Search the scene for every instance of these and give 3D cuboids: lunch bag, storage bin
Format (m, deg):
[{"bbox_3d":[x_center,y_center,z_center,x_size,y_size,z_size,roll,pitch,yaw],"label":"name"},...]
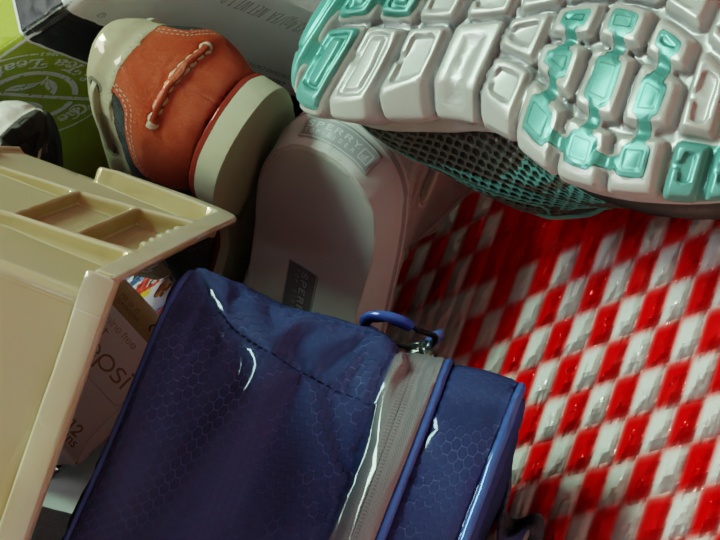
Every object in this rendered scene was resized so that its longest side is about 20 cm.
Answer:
[{"bbox_3d":[-0.020,0.102,0.841,0.136,0.132,0.200,96,-165,-73],"label":"lunch bag"},{"bbox_3d":[-0.127,0.069,0.855,0.199,0.094,0.200,-36,-34,-79],"label":"storage bin"}]

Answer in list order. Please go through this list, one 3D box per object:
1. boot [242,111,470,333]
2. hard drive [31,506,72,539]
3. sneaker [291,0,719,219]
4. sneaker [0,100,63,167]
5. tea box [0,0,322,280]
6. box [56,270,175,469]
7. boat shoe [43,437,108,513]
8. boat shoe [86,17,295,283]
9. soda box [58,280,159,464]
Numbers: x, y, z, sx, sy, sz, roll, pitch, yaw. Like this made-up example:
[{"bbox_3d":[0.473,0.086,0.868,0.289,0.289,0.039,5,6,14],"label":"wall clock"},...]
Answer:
[{"bbox_3d":[0.000,0.000,1.038,0.096,0.074,0.200,-42,-18,-39],"label":"boot"},{"bbox_3d":[-0.107,0.184,0.964,0.033,0.139,0.200,97,-172,-60],"label":"hard drive"},{"bbox_3d":[0.073,-0.051,0.884,0.200,0.091,0.078,20,78,45],"label":"sneaker"},{"bbox_3d":[-0.184,0.014,0.948,0.200,0.079,0.074,-54,-28,-29],"label":"sneaker"},{"bbox_3d":[-0.092,-0.109,1.089,0.197,0.200,0.134,-29,62,32],"label":"tea box"},{"bbox_3d":[-0.073,0.007,1.210,0.137,0.038,0.200,-40,23,12],"label":"box"},{"bbox_3d":[-0.129,0.122,1.096,0.074,0.067,0.200,-93,25,-64],"label":"boat shoe"},{"bbox_3d":[-0.061,-0.037,1.024,0.071,0.063,0.200,-58,-10,-13],"label":"boat shoe"},{"bbox_3d":[-0.134,0.032,1.081,0.064,0.068,0.200,-46,11,-16],"label":"soda box"}]
